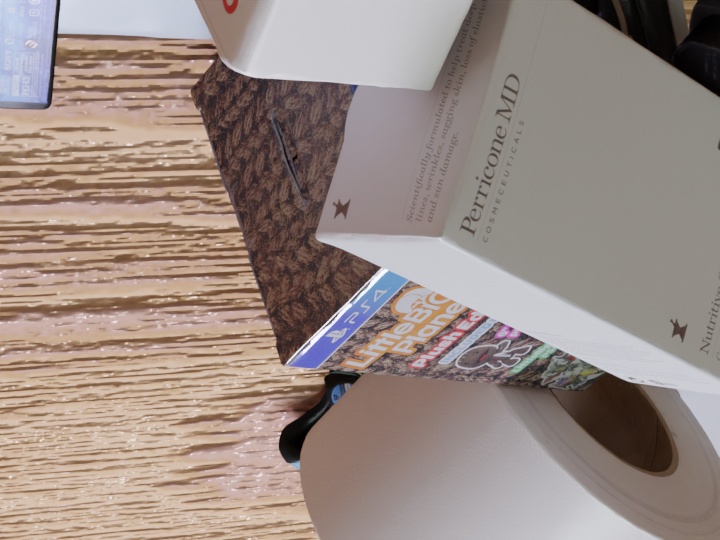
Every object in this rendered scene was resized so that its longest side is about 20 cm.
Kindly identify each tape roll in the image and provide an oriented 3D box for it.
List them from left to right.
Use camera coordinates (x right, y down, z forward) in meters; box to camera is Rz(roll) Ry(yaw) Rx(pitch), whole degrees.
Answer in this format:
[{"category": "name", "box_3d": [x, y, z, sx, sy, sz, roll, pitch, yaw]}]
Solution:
[{"category": "tape roll", "box_3d": [0.086, 0.112, 0.947, 0.202, 0.203, 0.139, 19, 124, -41]}]

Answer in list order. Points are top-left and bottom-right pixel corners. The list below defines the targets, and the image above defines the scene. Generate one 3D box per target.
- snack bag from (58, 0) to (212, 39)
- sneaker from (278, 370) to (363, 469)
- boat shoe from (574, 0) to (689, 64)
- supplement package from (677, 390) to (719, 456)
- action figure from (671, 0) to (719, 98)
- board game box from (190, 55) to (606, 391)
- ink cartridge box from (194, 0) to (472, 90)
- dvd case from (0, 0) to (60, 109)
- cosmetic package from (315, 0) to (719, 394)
[{"category": "snack bag", "box_3d": [-0.034, -0.168, 0.757, 0.199, 0.021, 0.189, 0, 145, -28]}, {"category": "sneaker", "box_3d": [0.023, 0.086, 1.106, 0.090, 0.079, 0.200, 19, 133, -37]}, {"category": "boat shoe", "box_3d": [0.117, -0.124, 0.790, 0.060, 0.074, 0.201, -11, 122, -4]}, {"category": "supplement package", "box_3d": [0.241, 0.024, 1.074, 0.155, 0.111, 0.200, -12, 147, -6]}, {"category": "action figure", "box_3d": [0.188, -0.152, 0.756, 0.069, 0.200, 0.131, 8, 130, 32]}, {"category": "board game box", "box_3d": [0.043, -0.039, 0.830, 0.199, 0.160, 0.097, 7, 141, -41]}, {"category": "ink cartridge box", "box_3d": [0.002, -0.185, 0.600, 0.084, 0.146, 0.200, 2, 132, -29]}, {"category": "dvd case", "box_3d": [-0.225, -0.121, 0.724, 0.199, 0.018, 0.143, 1, 145, -13]}, {"category": "cosmetic package", "box_3d": [0.089, -0.030, 0.705, 0.200, 0.113, 0.081, 23, 169, -39]}]
